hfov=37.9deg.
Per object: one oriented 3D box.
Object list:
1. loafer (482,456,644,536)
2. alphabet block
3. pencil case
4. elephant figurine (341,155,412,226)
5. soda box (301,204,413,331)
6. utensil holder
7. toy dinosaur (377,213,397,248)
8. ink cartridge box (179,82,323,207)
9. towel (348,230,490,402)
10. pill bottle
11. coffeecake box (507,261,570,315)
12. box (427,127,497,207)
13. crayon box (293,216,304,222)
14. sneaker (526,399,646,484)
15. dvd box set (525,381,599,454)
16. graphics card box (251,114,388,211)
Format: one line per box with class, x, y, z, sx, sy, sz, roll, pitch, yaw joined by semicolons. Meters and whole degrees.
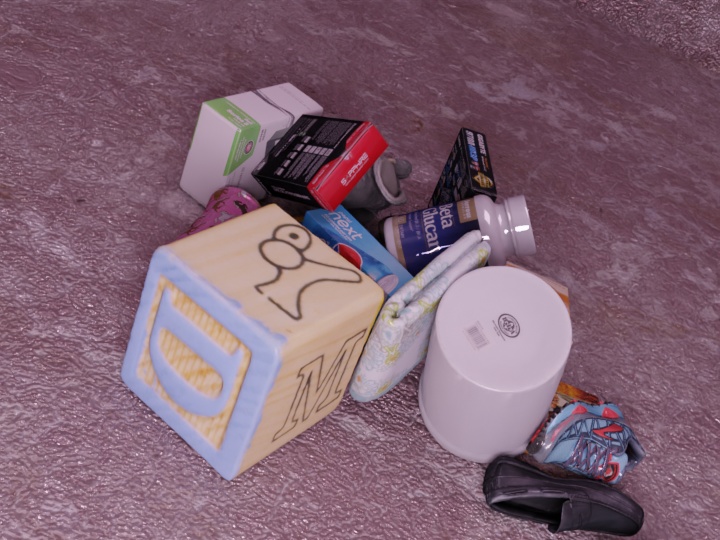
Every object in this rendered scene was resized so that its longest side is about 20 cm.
loafer;0.238;0.281;1.239;0.197;0.069;0.071;17;40;-2
alphabet block;-0.122;0.072;1.181;0.195;0.198;0.199;39;35;20
pencil case;-0.200;-0.040;1.397;0.086;0.083;0.200;31;33;1
elephant figurine;0.012;-0.132;1.608;0.198;0.157;0.141;28;-5;-33
soda box;0.000;0.000;1.391;0.067;0.065;0.200;-12;47;-43
utensil holder;0.158;0.112;1.246;0.167;0.201;0.173;1;60;-2
toy dinosaur;0.067;-0.050;1.593;0.101;0.077;0.202;15;36;-27
ink cartridge box;-0.160;-0.186;1.572;0.084;0.147;0.199;36;34;22
towel;0.071;0.055;1.267;0.048;0.172;0.199;38;52;17
pill bottle;0.138;-0.041;1.449;0.196;0.112;0.112;-14;34;8
coffeecake box;0.218;0.061;1.504;0.151;0.074;0.200;24;22;0
box;0.157;-0.109;1.657;0.045;0.161;0.201;15;33;-10
crayon box;-0.046;0.006;1.461;0.124;0.052;0.200;-10;46;-41
sneaker;0.285;0.213;1.279;0.198;0.080;0.096;0;41;-45
dvd box set;0.228;0.187;1.398;0.197;0.030;0.147;22;32;-5
graphics card box;-0.060;-0.154;1.465;0.051;0.126;0.199;47;-16;-31
